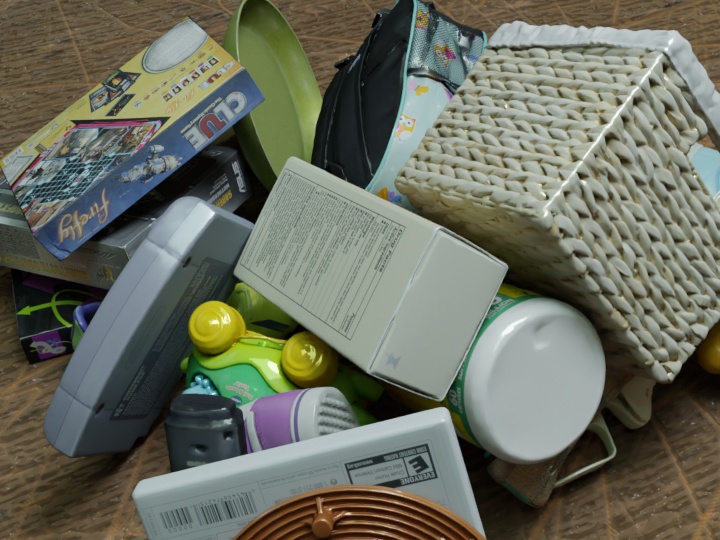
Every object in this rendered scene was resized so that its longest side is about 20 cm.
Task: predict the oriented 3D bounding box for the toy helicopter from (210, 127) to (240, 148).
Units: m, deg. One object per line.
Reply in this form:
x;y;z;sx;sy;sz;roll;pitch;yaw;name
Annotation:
-0.118;-0.148;1.075;0.131;0.080;0.200;11;34;31;toy helicopter

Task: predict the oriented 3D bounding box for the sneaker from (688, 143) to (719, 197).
0.282;-0.040;0.961;0.081;0.074;0.201;20;53;23;sneaker

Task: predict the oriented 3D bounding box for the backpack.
0.039;-0.103;0.959;0.152;0.176;0.201;30;51;-18;backpack

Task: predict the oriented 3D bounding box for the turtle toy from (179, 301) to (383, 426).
-0.049;0.106;0.820;0.198;0.146;0.102;18;74;19;turtle toy

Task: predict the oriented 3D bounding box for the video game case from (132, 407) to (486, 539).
-0.018;0.189;0.686;0.198;0.184;0.023;-15;16;9;video game case

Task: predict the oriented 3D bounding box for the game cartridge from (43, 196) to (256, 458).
-0.150;0.042;0.815;0.040;0.133;0.201;31;91;11;game cartridge

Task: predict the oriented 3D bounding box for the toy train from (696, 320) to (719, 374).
0.280;0.067;0.862;0.115;0.085;0.200;24;54;28;toy train

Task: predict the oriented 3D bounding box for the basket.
0.161;-0.053;0.814;0.161;0.198;0.199;-49;31;-11;basket

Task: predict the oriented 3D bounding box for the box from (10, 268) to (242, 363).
-0.205;-0.009;0.985;0.198;0.036;0.144;-15;49;-11;box

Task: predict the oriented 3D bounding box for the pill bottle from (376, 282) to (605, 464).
0.074;0.058;0.820;0.112;0.114;0.200;-29;23;-21;pill bottle

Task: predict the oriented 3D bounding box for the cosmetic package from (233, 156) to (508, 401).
0.000;0.000;0.776;0.200;0.071;0.106;33;96;53;cosmetic package

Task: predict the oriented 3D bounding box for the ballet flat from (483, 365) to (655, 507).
0.178;0.107;0.853;0.200;0.068;0.067;-39;76;-21;ballet flat

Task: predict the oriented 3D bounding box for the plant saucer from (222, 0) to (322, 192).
-0.076;-0.143;1.001;0.031;0.201;0.201;-15;46;17;plant saucer

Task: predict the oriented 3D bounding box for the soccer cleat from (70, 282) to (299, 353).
-0.135;0.037;0.908;0.198;0.084;0.065;-14;48;-10;soccer cleat

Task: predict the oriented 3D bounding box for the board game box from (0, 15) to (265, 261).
-0.184;-0.109;0.884;0.199;0.035;0.136;-38;39;-4;board game box

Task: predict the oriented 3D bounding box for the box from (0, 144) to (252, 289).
-0.216;-0.056;0.949;0.198;0.049;0.159;10;40;29;box

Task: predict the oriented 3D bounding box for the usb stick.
-0.090;0.175;0.717;0.055;0.202;0.033;3;20;20;usb stick

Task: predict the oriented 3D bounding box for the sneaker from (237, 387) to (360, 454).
-0.034;0.174;0.749;0.113;0.202;0.073;-14;13;28;sneaker

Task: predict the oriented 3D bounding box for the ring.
0.001;0.223;0.672;0.198;0.203;0.019;2;18;5;ring
